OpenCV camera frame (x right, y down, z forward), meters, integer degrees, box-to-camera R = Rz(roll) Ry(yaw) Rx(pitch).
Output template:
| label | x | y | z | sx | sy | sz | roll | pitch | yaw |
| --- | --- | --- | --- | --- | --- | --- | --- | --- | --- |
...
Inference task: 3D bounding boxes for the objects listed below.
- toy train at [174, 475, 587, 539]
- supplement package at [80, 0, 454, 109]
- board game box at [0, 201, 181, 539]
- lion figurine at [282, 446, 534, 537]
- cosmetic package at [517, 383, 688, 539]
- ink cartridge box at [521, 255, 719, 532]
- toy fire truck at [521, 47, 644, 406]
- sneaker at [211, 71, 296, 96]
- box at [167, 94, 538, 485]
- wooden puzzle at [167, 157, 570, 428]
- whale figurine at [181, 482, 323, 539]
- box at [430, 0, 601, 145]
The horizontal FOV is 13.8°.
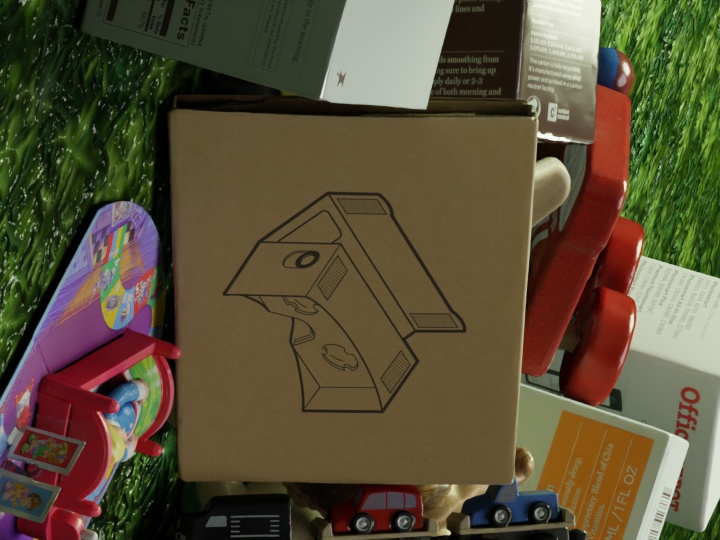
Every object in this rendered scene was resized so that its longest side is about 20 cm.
| label | x | y | z | sx | sy | sz | roll | pitch | yaw |
| --- | --- | --- | --- | --- | --- | --- | --- | --- | --- |
| toy train | 0.010 | 0.122 | 1.418 | 0.034 | 0.199 | 0.046 | 176 | -87 | -79 |
| supplement package | -0.016 | -0.177 | 1.238 | 0.156 | 0.110 | 0.201 | -5 | 112 | -73 |
| board game box | -0.112 | 0.073 | 1.296 | 0.158 | 0.039 | 0.201 | 79 | 32 | -59 |
| lion figurine | 0.033 | 0.156 | 1.475 | 0.122 | 0.072 | 0.201 | -15 | 89 | -36 |
| cosmetic package | 0.072 | 0.109 | 1.668 | 0.071 | 0.199 | 0.102 | 27 | 80 | -74 |
| ink cartridge box | 0.139 | 0.061 | 1.847 | 0.146 | 0.199 | 0.084 | 90 | 23 | -45 |
| toy fire truck | 0.117 | -0.034 | 1.695 | 0.200 | 0.112 | 0.168 | -77 | -171 | -57 |
| sneaker | -0.013 | -0.154 | 1.370 | 0.201 | 0.074 | 0.085 | -66 | 171 | 8 |
| box | -0.006 | 0.012 | 1.363 | 0.021 | 0.163 | 0.201 | -92 | -177 | -58 |
| wooden puzzle | 0.000 | 0.000 | 1.472 | 0.185 | 0.046 | 0.200 | -39 | 171 | 19 |
| whale figurine | -0.055 | 0.158 | 1.510 | 0.159 | 0.103 | 0.200 | 53 | 25 | -34 |
| box | 0.059 | -0.161 | 1.426 | 0.075 | 0.100 | 0.201 | 4 | 89 | -52 |
